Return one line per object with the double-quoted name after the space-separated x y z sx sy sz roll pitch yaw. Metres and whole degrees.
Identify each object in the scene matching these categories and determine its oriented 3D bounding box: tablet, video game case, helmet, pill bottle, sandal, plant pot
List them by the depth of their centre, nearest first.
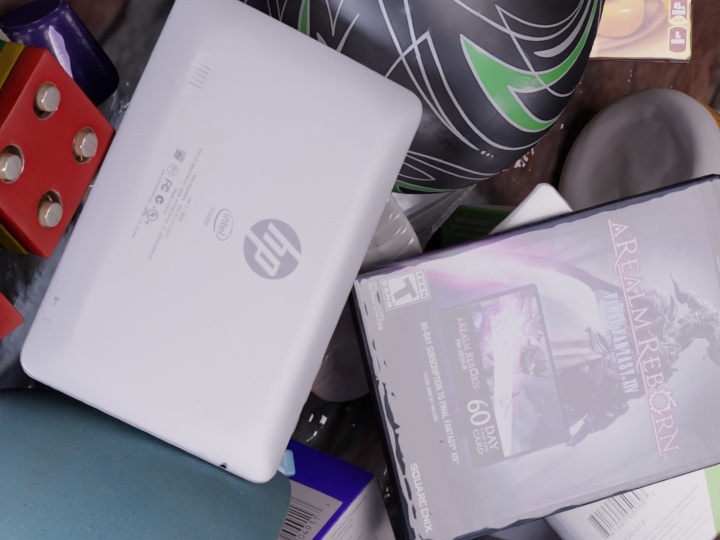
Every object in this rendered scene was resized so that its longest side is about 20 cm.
-0.060 -0.018 1.327 0.130 0.014 0.201 26 75 -14 "tablet"
-0.147 0.132 1.350 0.135 0.200 0.200 40 65 -11 "plant pot"
-0.018 -0.021 1.433 0.082 0.050 0.203 -27 133 -13 "sandal"
0.102 0.046 1.447 0.199 0.019 0.143 -15 99 -12 "video game case"
0.025 -0.135 1.469 0.191 0.199 0.201 -48 126 -40 "helmet"
0.217 -0.024 1.719 0.200 0.116 0.117 23 79 -43 "pill bottle"

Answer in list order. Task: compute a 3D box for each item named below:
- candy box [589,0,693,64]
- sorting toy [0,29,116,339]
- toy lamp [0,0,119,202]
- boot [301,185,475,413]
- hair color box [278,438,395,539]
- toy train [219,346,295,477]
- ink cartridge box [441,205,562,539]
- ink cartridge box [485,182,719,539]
0.125 -0.217 1.620 0.115 0.055 0.201 -1 97 -18 "candy box"
-0.202 -0.037 1.249 0.199 0.069 0.200 -63 145 -21 "sorting toy"
-0.124 -0.038 1.425 0.058 0.058 0.201 -41 122 -33 "toy lamp"
0.000 0.000 1.551 0.200 0.073 0.096 -34 124 -27 "boot"
-0.025 0.196 1.510 0.109 0.065 0.200 -48 140 -30 "hair color box"
-0.078 0.004 1.405 0.150 0.055 0.201 23 57 -81 "toy train"
0.100 0.070 1.603 0.067 0.117 0.201 2 96 -44 "ink cartridge box"
0.112 0.060 1.496 0.117 0.067 0.200 -43 104 -6 "ink cartridge box"
